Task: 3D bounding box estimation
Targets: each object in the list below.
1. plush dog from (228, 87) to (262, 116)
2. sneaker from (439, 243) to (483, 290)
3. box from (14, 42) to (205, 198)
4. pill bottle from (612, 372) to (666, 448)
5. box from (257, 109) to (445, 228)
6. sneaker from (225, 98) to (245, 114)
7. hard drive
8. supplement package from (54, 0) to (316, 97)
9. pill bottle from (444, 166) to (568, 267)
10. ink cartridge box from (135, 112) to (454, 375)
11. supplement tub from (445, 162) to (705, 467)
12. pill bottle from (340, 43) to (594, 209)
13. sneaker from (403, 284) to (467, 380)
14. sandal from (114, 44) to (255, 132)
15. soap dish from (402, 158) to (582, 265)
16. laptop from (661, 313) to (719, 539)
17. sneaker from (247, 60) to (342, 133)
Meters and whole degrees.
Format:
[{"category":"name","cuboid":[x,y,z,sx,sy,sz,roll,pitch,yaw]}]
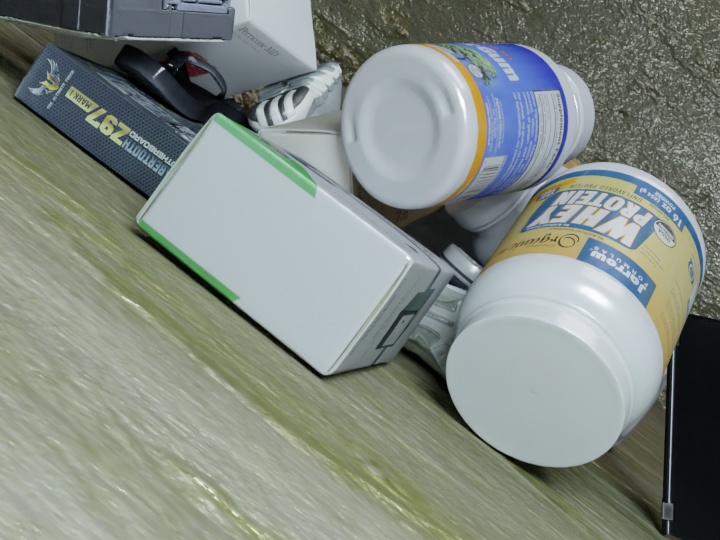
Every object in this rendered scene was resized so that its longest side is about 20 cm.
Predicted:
[{"category":"plush dog","cuboid":[-0.156,-0.179,1.204,0.200,0.161,0.172,35,29,-5]},{"category":"sneaker","cuboid":[0.105,0.049,1.015,0.078,0.079,0.200,46,2,36]},{"category":"box","cuboid":[-0.148,-0.094,0.895,0.158,0.051,0.200,37,6,9]},{"category":"pill bottle","cuboid":[0.222,0.090,1.271,0.200,0.111,0.111,38,6,23]},{"category":"box","cuboid":[0.000,-0.079,0.939,0.078,0.095,0.200,4,16,24]},{"category":"sneaker","cuboid":[-0.078,-0.094,1.118,0.200,0.088,0.074,33,6,-28]},{"category":"hard drive","cuboid":[-0.213,-0.201,0.878,0.199,0.038,0.140,14,16,28]},{"category":"supplement package","cuboid":[-0.156,-0.224,1.042,0.121,0.199,0.120,25,56,-61]},{"category":"pill bottle","cuboid":[0.170,-0.018,1.016,0.200,0.112,0.112,41,3,-21]},{"category":"ink cartridge box","cuboid":[-0.030,-0.013,0.742,0.146,0.084,0.200,37,5,10]},{"category":"supplement tub","cuboid":[0.153,0.028,0.829,0.145,0.145,0.200,36,42,3]},{"category":"pill bottle","cuboid":[0.088,-0.109,0.856,0.112,0.112,0.200,38,31,27]},{"category":"sneaker","cuboid":[0.055,0.034,0.930,0.200,0.078,0.099,35,0,-23]},{"category":"sandal","cuboid":[-0.136,-0.152,0.955,0.076,0.043,0.200,36,6,13]},{"category":"soap dish","cuboid":[0.089,-0.083,1.098,0.157,0.200,0.081,32,38,-30]},{"category":"laptop","cuboid":[0.302,0.119,0.935,0.116,0.188,0.200,3,14,18]},{"category":"sneaker","cuboid":[-0.045,-0.114,1.054,0.200,0.075,0.116,-64,135,-67]}]
